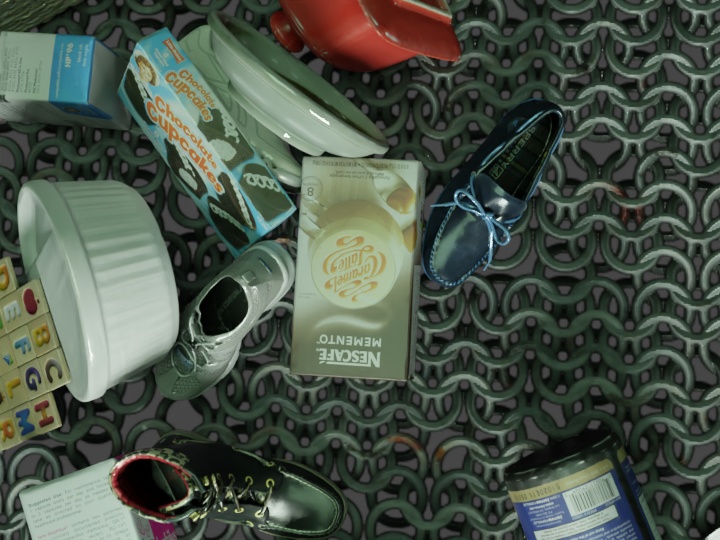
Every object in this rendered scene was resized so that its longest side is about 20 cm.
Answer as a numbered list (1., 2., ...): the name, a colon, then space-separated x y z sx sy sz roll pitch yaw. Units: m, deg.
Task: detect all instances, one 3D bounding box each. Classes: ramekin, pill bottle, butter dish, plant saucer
1. ramekin: -0.241 0.009 0.883 0.093 0.202 0.204 -17 83 -29
2. pill bottle: 0.212 0.253 0.844 0.111 0.112 0.202 -22 83 5
3. butter dish: -0.022 -0.258 0.892 0.147 0.199 0.202 -31 81 27
4. plant saucer: -0.065 -0.156 0.869 0.200 0.200 0.050 40 103 8

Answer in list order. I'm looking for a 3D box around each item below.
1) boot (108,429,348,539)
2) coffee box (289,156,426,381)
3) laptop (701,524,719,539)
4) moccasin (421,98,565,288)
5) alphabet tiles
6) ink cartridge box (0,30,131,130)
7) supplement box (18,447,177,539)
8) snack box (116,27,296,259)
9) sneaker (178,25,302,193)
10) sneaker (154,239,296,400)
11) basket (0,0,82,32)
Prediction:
1. boot: -0.118 0.205 0.867 0.201 0.154 0.074 18 88 8
2. coffee box: 0.000 0.000 0.905 0.113 0.080 0.203 2 86 8
3. laptop: 0.436 0.247 0.868 0.187 0.116 0.200 44 63 7
4. moccasin: 0.120 -0.076 0.892 0.080 0.068 0.202 27 91 -14
5. alphabet tiles: -0.353 0.087 0.930 0.199 0.006 0.168 -24 82 36
6. ink cartridge box: -0.336 -0.188 0.942 0.197 0.116 0.069 5 86 7
7. supplement box: -0.230 0.282 0.903 0.102 0.101 0.202 -21 84 5
8. snack box: -0.148 -0.114 0.896 0.037 0.116 0.201 -37 93 -27
9. sneaker: -0.116 -0.159 0.939 0.081 0.075 0.200 -43 82 -7
10. sneaker: -0.145 0.051 0.899 0.075 0.082 0.201 42 116 9
11. basket: -0.374 -0.342 0.936 0.197 0.161 0.202 -27 82 5
